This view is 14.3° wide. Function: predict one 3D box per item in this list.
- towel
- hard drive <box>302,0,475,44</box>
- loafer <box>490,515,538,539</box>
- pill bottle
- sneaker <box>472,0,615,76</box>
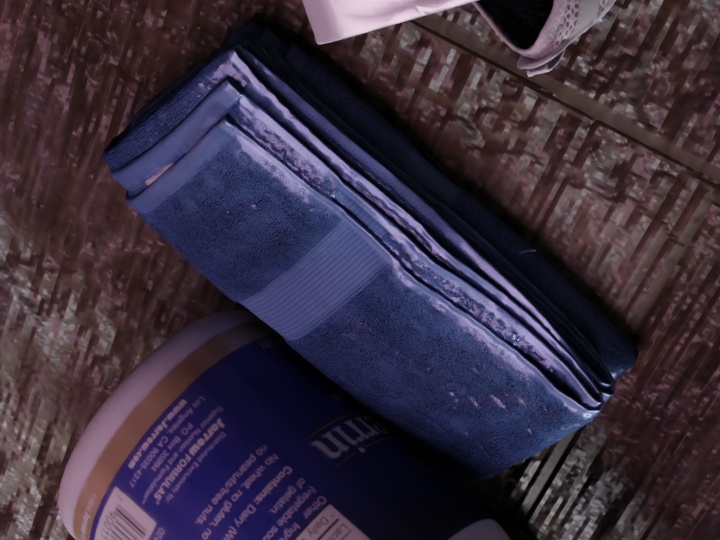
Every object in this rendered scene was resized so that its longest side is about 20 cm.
[{"bbox_3d":[0.000,0.000,1.074,0.200,0.049,0.112,40,140,-13],"label":"towel"},{"bbox_3d":[0.015,-0.177,0.817,0.131,0.025,0.201,-14,104,24],"label":"hard drive"},{"bbox_3d":[-0.017,0.129,1.204,0.200,0.071,0.068,9,136,23],"label":"loafer"},{"bbox_3d":[-0.011,0.118,1.111,0.200,0.116,0.116,40,144,17],"label":"pill bottle"},{"bbox_3d":[0.022,-0.148,0.874,0.075,0.082,0.200,-22,119,44],"label":"sneaker"}]
